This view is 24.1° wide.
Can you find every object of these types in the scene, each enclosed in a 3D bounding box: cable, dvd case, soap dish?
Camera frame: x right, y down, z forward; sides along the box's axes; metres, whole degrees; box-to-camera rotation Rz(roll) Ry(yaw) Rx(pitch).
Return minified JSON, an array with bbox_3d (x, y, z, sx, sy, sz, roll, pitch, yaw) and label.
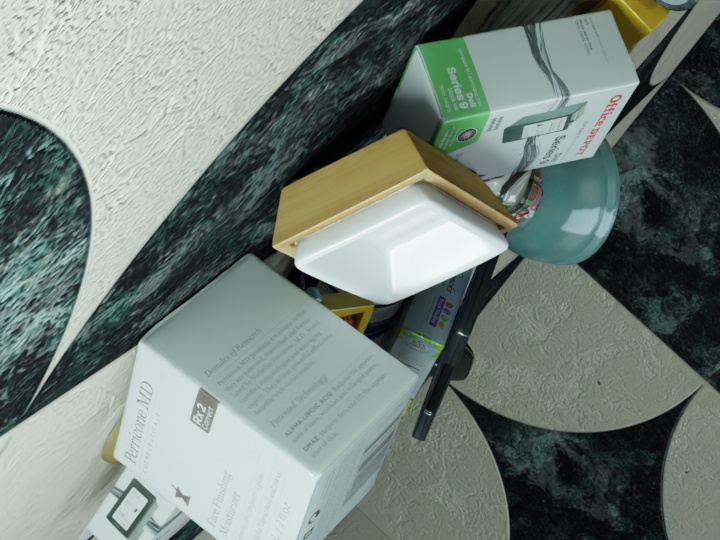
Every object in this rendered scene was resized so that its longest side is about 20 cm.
[{"bbox_3d":[0.175,-0.235,1.726,0.200,0.069,0.200,-47,172,-16],"label":"cable"},{"bbox_3d":[0.099,0.065,1.699,0.201,0.017,0.143,108,3,-53],"label":"dvd case"},{"bbox_3d":[0.031,-0.046,1.495,0.156,0.082,0.200,-25,157,21],"label":"soap dish"}]

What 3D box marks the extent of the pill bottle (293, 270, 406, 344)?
[{"bbox_3d":[0.000,0.000,1.729,0.116,0.116,0.200,-43,170,-31],"label":"pill bottle"}]

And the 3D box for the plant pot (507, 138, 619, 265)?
[{"bbox_3d":[0.225,-0.108,2.229,0.133,0.201,0.201,-1,139,-41],"label":"plant pot"}]

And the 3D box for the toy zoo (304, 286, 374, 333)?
[{"bbox_3d":[-0.061,0.071,1.675,0.130,0.021,0.200,-12,155,-19],"label":"toy zoo"}]

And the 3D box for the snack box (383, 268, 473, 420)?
[{"bbox_3d":[0.071,0.041,1.783,0.143,0.053,0.201,117,-3,-47],"label":"snack box"}]

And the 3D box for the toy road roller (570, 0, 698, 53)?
[{"bbox_3d":[0.249,-0.302,1.567,0.123,0.146,0.200,-51,-174,-34],"label":"toy road roller"}]

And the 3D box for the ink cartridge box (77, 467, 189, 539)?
[{"bbox_3d":[-0.198,0.219,1.694,0.200,0.068,0.116,-54,170,34],"label":"ink cartridge box"}]

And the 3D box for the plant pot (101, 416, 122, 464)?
[{"bbox_3d":[-0.179,0.124,1.684,0.200,0.027,0.200,-47,172,-8],"label":"plant pot"}]

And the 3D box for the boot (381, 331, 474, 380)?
[{"bbox_3d":[0.068,0.037,1.999,0.138,0.199,0.078,-45,161,-46],"label":"boot"}]

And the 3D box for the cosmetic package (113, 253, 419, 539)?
[{"bbox_3d":[-0.087,0.130,1.504,0.165,0.199,0.166,-41,159,-43],"label":"cosmetic package"}]

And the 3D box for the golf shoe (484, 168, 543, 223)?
[{"bbox_3d":[0.159,-0.154,1.824,0.072,0.092,0.202,-15,-127,28],"label":"golf shoe"}]

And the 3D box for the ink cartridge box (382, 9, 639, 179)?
[{"bbox_3d":[0.136,-0.154,1.547,0.198,0.085,0.146,-13,159,-17],"label":"ink cartridge box"}]
